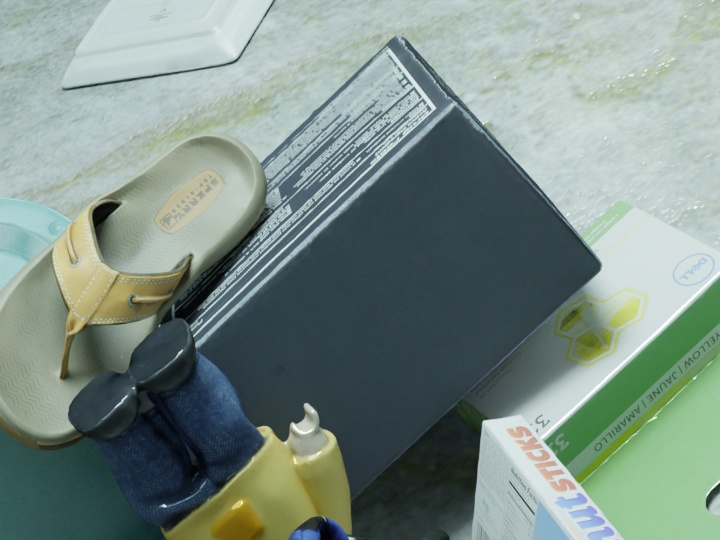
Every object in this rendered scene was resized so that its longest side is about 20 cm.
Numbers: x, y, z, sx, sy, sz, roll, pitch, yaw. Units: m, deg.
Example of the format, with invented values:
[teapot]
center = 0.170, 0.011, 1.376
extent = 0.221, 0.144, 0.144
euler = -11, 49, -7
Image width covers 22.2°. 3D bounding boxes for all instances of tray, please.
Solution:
[tray]
center = -0.157, -0.201, 1.493
extent = 0.199, 0.022, 0.108
euler = -3, 45, 38

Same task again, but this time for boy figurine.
[boy figurine]
center = -0.056, 0.124, 0.867
extent = 0.124, 0.201, 0.064
euler = -36, 19, -5

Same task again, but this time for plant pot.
[plant pot]
center = -0.188, 0.068, 0.993
extent = 0.198, 0.189, 0.201
euler = -1, 53, 1

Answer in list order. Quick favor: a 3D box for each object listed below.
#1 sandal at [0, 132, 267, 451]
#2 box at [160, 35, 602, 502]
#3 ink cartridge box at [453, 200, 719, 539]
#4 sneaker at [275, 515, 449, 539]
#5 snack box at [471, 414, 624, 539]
[sandal]
center = -0.114, -0.002, 0.895
extent = 0.200, 0.080, 0.054
euler = -50, -4, -28
[box]
center = 0.000, 0.000, 0.974
extent = 0.200, 0.123, 0.199
euler = -43, 16, 7
[ink cartridge box]
center = 0.144, 0.055, 0.914
extent = 0.145, 0.048, 0.200
euler = -41, 32, -9
[sneaker]
center = -0.018, 0.177, 0.819
extent = 0.199, 0.080, 0.116
euler = -37, 74, 17
[snack box]
center = 0.101, 0.147, 0.821
extent = 0.024, 0.073, 0.200
euler = -6, 29, -20
